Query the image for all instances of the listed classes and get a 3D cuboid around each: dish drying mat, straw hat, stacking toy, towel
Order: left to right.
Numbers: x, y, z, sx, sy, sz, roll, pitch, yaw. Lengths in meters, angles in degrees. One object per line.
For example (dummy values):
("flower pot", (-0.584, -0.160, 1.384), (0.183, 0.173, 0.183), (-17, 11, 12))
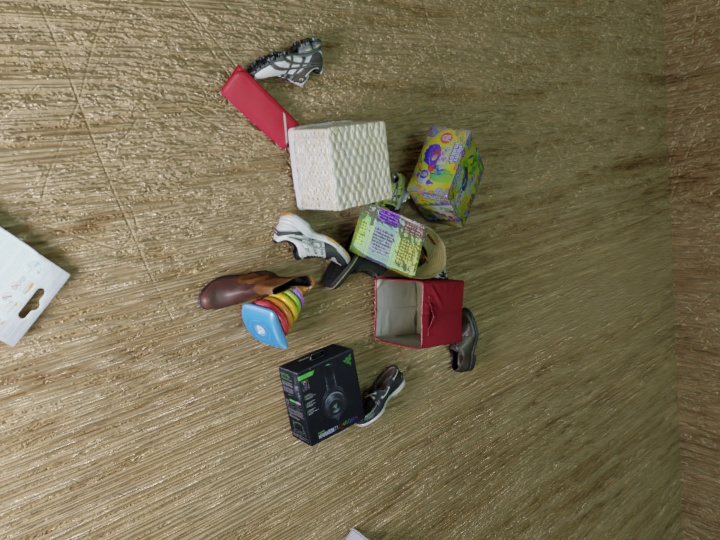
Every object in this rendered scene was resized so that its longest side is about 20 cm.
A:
("dish drying mat", (-0.222, -0.365, 1.244), (0.200, 0.018, 0.077), (39, 79, -42))
("stacking toy", (-0.172, 0.075, 1.290), (0.200, 0.109, 0.117), (-48, 135, -38))
("towel", (0.074, -0.077, 1.398), (0.198, 0.023, 0.145), (21, 78, -20))
("straw hat", (0.138, -0.034, 1.516), (0.199, 0.085, 0.203), (9, 52, -12))

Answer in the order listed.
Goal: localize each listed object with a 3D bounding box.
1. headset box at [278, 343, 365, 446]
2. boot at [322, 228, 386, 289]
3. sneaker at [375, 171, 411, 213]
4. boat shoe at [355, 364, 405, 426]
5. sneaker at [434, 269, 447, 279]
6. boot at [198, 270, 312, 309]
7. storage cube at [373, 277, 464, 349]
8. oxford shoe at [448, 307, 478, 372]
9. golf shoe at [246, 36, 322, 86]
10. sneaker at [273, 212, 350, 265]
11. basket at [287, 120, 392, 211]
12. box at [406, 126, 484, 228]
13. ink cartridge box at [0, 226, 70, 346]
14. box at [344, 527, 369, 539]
("headset box", (-0.094, 0.295, 1.359), (0.173, 0.092, 0.202), (-17, 103, -36))
("boot", (0.000, 0.000, 1.429), (0.201, 0.077, 0.139), (-54, 126, -21))
("sneaker", (0.070, -0.186, 1.474), (0.077, 0.075, 0.201), (51, 50, -19))
("boat shoe", (0.048, 0.335, 1.485), (0.200, 0.073, 0.061), (-39, 115, -32))
("sneaker", (0.236, 0.039, 1.595), (0.075, 0.087, 0.203), (-7, 95, -35))
("boot", (-0.227, 0.048, 1.171), (0.187, 0.199, 0.069), (-11, 99, -37))
("storage cube", (0.159, 0.108, 1.483), (0.179, 0.199, 0.173), (-1, 93, -44))
("oxford shoe", (0.311, 0.215, 1.684), (0.084, 0.072, 0.203), (-3, 95, -36))
("golf shoe", (-0.166, -0.462, 1.265), (0.199, 0.078, 0.095), (-30, 126, -20))
("sneaker", (-0.120, -0.054, 1.325), (0.199, 0.076, 0.088), (32, 79, -16))
("basket", (-0.044, -0.254, 1.310), (0.197, 0.160, 0.202), (-18, 108, -37))
("box", (0.242, -0.256, 1.526), (0.193, 0.121, 0.202), (45, 64, -58))
("ink cartridge box", (-0.641, 0.012, 0.950), (0.200, 0.047, 0.161), (46, 66, -36))
("box", (-0.030, 0.793, 1.428), (0.200, 0.116, 0.060), (-51, 120, -24))
